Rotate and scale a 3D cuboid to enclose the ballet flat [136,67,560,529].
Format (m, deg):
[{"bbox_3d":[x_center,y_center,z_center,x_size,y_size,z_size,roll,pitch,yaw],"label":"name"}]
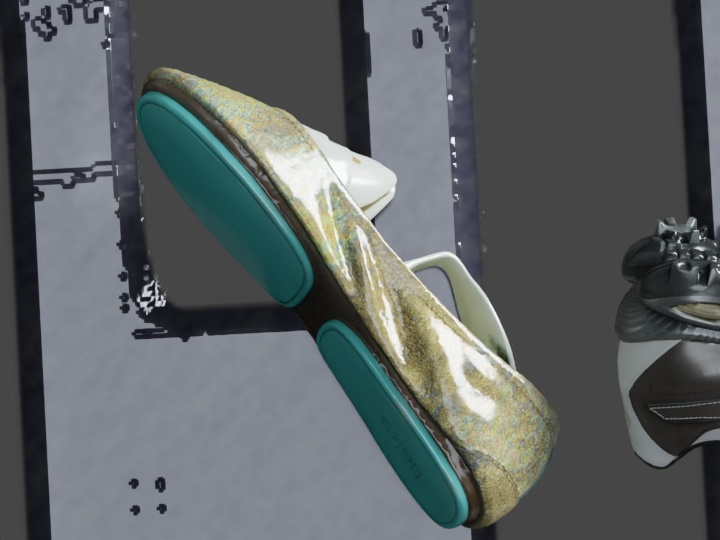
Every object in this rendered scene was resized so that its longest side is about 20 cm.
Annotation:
[{"bbox_3d":[0.000,0.000,0.920,0.071,0.071,0.200,-37,88,-1],"label":"ballet flat"}]

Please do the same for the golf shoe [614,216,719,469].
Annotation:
[{"bbox_3d":[0.188,0.038,0.919,0.200,0.078,0.095,7,106,1],"label":"golf shoe"}]
